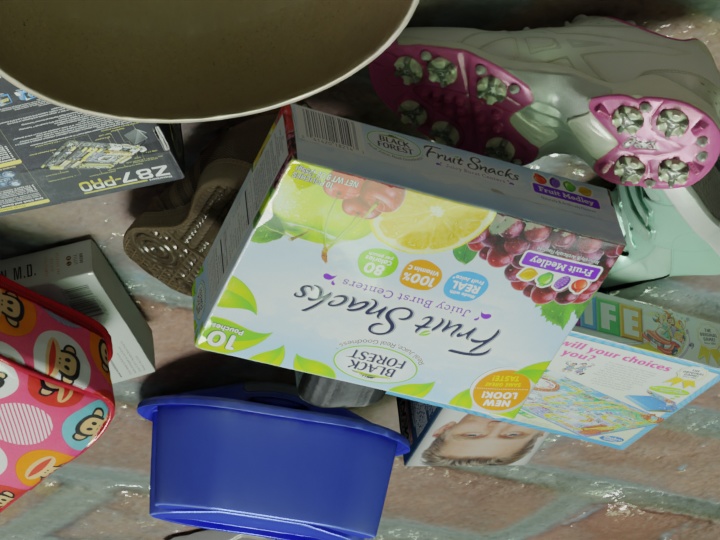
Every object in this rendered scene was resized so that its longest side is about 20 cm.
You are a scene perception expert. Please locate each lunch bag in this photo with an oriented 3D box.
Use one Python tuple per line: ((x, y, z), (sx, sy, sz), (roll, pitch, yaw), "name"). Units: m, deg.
((-0.269, 0.080, 1.409), (0.175, 0.082, 0.199), (28, 131, -37), "lunch bag")

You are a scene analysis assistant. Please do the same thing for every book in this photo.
((-0.247, 0.045, 1.468), (0.198, 0.048, 0.134), (-12, 149, 7), "book")

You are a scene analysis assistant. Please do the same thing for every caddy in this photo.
((-0.064, 0.132, 1.613), (0.198, 0.106, 0.141), (9, 166, -7), "caddy")

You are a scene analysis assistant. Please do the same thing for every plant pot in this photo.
((-0.079, -0.174, 0.993), (0.198, 0.136, 0.201), (-7, 152, -3), "plant pot")

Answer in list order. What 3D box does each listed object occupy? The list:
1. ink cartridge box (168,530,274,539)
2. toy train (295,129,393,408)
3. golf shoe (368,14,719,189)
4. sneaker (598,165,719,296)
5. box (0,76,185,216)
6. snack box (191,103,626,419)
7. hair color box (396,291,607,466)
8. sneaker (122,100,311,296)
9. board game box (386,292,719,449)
((-0.072, 0.286, 1.927), (0.145, 0.084, 0.200), (-13, 151, 9), "ink cartridge box")
((0.000, 0.000, 1.368), (0.084, 0.115, 0.200), (0, 152, -15), "toy train")
((0.105, -0.104, 1.245), (0.198, 0.092, 0.076), (14, 137, 9), "golf shoe")
((0.162, -0.038, 1.384), (0.117, 0.074, 0.200), (-14, 151, 19), "sneaker")
((-0.209, -0.085, 1.224), (0.198, 0.049, 0.162), (-11, 151, 7), "box")
((0.024, -0.001, 1.229), (0.198, 0.053, 0.143), (14, 130, -21), "snack box")
((0.099, 0.073, 1.591), (0.099, 0.061, 0.200), (1, 152, -15), "hair color box")
((-0.075, -0.040, 1.319), (0.070, 0.076, 0.200), (39, 155, -12), "sneaker")
((0.120, 0.057, 1.455), (0.198, 0.035, 0.134), (15, 148, -23), "board game box")
